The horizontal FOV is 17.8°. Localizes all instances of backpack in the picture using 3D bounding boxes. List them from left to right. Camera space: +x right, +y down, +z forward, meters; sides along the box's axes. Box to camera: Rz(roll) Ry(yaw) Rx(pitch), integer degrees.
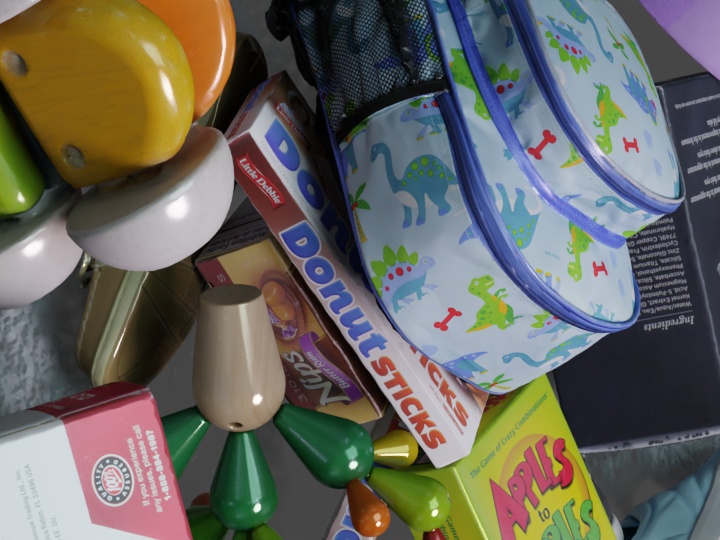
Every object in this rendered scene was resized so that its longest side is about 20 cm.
[{"bbox_3d":[0.068,-0.055,1.127,0.183,0.146,0.201,26,46,-51],"label":"backpack"}]

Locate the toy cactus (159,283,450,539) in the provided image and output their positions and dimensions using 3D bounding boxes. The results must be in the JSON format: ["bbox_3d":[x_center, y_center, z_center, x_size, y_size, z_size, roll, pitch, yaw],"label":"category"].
[{"bbox_3d":[-0.051,0.087,1.126,0.102,0.199,0.166,-47,138,-64],"label":"toy cactus"}]

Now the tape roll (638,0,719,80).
[{"bbox_3d":[0.231,-0.186,1.402,0.200,0.066,0.201,34,29,-22],"label":"tape roll"}]

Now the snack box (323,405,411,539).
[{"bbox_3d":[-0.004,0.137,1.220,0.024,0.072,0.201,24,65,3],"label":"snack box"}]

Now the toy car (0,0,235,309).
[{"bbox_3d":[-0.145,-0.091,1.061,0.176,0.199,0.150,60,36,-23],"label":"toy car"}]

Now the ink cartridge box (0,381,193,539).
[{"bbox_3d":[-0.177,0.147,1.029,0.199,0.083,0.147,-16,96,-20],"label":"ink cartridge box"}]

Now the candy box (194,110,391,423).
[{"bbox_3d":[0.003,-0.019,1.231,0.117,0.056,0.200,57,41,-20],"label":"candy box"}]

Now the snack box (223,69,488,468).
[{"bbox_3d":[0.000,0.000,1.143,0.200,0.024,0.072,56,27,-18],"label":"snack box"}]

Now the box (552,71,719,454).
[{"bbox_3d":[0.172,-0.008,1.342,0.148,0.104,0.201,-16,95,-63],"label":"box"}]

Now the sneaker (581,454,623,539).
[{"bbox_3d":[0.063,0.156,1.287,0.200,0.073,0.112,-40,107,-45],"label":"sneaker"}]

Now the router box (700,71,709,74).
[{"bbox_3d":[0.297,-0.054,1.513,0.199,0.062,0.151,-2,85,-41],"label":"router box"}]

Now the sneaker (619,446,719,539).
[{"bbox_3d":[0.195,0.151,1.393,0.200,0.081,0.074,-36,125,-66],"label":"sneaker"}]

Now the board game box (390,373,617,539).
[{"bbox_3d":[0.094,0.166,1.222,0.102,0.047,0.201,-41,113,-46],"label":"board game box"}]

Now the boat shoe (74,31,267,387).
[{"bbox_3d":[-0.108,-0.033,1.171,0.073,0.063,0.202,49,56,-65],"label":"boat shoe"}]
